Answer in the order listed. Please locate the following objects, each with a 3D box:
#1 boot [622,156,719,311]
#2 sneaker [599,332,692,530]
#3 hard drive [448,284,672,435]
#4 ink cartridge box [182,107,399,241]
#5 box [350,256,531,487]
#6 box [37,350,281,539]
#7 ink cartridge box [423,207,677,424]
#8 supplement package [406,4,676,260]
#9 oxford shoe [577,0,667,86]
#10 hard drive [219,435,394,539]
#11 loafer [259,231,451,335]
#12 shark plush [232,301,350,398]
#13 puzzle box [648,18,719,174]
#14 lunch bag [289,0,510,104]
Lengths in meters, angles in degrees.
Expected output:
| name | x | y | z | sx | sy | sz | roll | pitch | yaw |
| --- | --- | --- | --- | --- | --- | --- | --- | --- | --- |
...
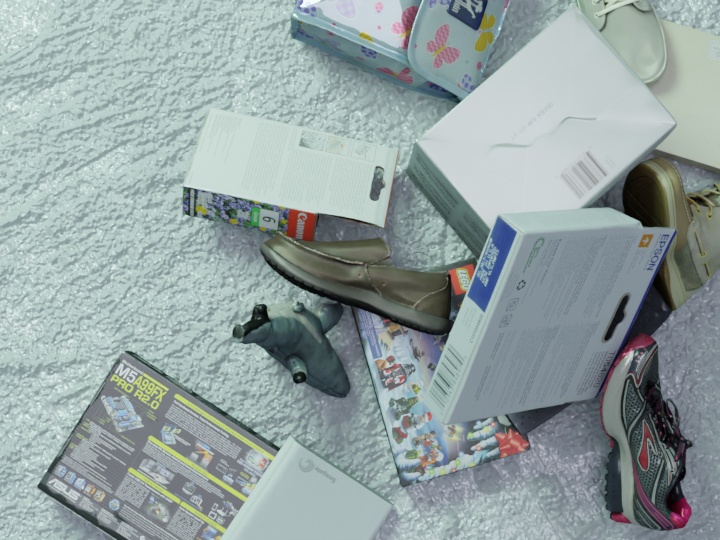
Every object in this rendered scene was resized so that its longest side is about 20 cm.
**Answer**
| name | x | y | z | sx | sy | sz | roll | pitch | yaw |
| --- | --- | --- | --- | --- | --- | --- | --- | --- | --- |
| boot | 0.339 | -0.064 | 1.149 | 0.154 | 0.201 | 0.072 | -31 | 48 | -4 |
| sneaker | 0.281 | 0.155 | 1.146 | 0.074 | 0.080 | 0.202 | 8 | 116 | 37 |
| hard drive | 0.194 | 0.053 | 1.173 | 0.199 | 0.042 | 0.135 | -37 | 91 | -11 |
| ink cartridge box | -0.068 | -0.089 | 1.183 | 0.198 | 0.051 | 0.110 | 12 | 53 | 0 |
| box | 0.078 | 0.101 | 1.197 | 0.136 | 0.040 | 0.202 | -16 | 86 | -3 |
| box | -0.194 | 0.200 | 1.186 | 0.199 | 0.044 | 0.161 | 32 | 85 | 1 |
| ink cartridge box | 0.168 | 0.038 | 1.058 | 0.199 | 0.041 | 0.201 | -3 | 124 | -37 |
| supplement package | 0.162 | -0.114 | 1.134 | 0.191 | 0.200 | 0.147 | -40 | 87 | -2 |
| oxford shoe | 0.253 | -0.280 | 1.209 | 0.075 | 0.058 | 0.202 | -21 | 81 | 12 |
| hard drive | -0.073 | 0.281 | 1.167 | 0.132 | 0.027 | 0.201 | 36 | 85 | -22 |
| loafer | 0.000 | 0.000 | 1.154 | 0.198 | 0.073 | 0.072 | 21 | 84 | -6 |
| shark plush | -0.058 | 0.070 | 1.124 | 0.090 | 0.200 | 0.084 | -22 | 71 | 4 |
| puzzle box | 0.376 | -0.167 | 1.227 | 0.198 | 0.025 | 0.134 | 18 | 85 | 1 |
| lunch bag | 0.050 | -0.279 | 1.186 | 0.199 | 0.127 | 0.171 | 24 | 88 | -5 |
